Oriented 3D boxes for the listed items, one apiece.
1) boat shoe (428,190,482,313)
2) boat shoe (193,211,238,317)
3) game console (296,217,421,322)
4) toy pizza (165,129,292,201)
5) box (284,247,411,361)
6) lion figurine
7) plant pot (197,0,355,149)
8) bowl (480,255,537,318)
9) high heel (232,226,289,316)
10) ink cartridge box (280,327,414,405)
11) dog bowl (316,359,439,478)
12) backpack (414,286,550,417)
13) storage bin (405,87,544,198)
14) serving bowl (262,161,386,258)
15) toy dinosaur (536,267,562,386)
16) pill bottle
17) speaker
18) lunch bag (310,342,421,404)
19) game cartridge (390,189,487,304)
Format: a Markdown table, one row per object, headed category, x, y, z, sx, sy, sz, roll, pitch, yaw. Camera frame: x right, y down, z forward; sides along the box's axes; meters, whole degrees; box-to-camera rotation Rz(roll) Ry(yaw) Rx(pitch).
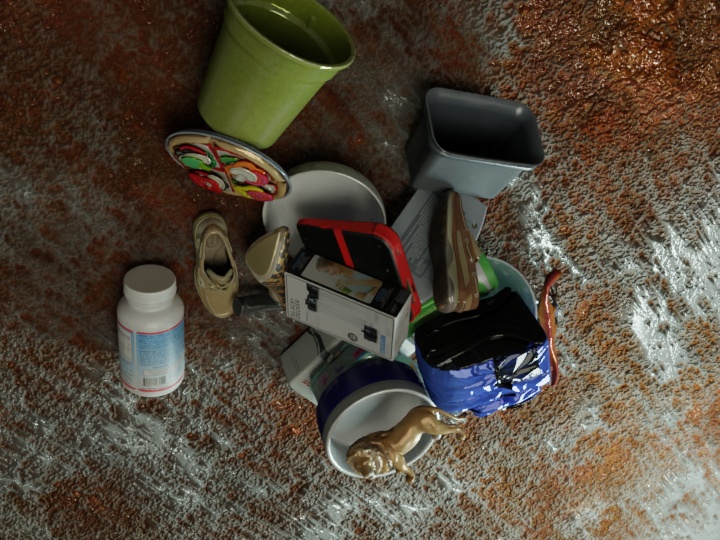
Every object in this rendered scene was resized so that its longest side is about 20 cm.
| category | x | y | z | sx | sy | sz | roll | pitch | yaw |
| --- | --- | --- | --- | --- | --- | --- | --- | --- | --- |
| boat shoe | 0.154 | -0.028 | 1.663 | 0.071 | 0.203 | 0.076 | 6 | 163 | -19 |
| boat shoe | -0.233 | 0.004 | 1.699 | 0.071 | 0.065 | 0.202 | -10 | 127 | -12 |
| game console | 0.000 | 0.000 | 1.666 | 0.031 | 0.175 | 0.201 | -55 | 140 | -36 |
| toy pizza | -0.197 | -0.145 | 1.546 | 0.199 | 0.199 | 0.032 | 31 | 69 | -33 |
| box | -0.022 | 0.054 | 1.668 | 0.198 | 0.060 | 0.117 | 23 | 143 | 16 |
| lion figurine | 0.074 | 0.270 | 1.698 | 0.200 | 0.072 | 0.123 | -44 | 121 | -3 |
| plant pot | -0.136 | -0.282 | 1.476 | 0.199 | 0.202 | 0.185 | 15 | 129 | -28 |
| bowl | 0.207 | 0.077 | 1.852 | 0.198 | 0.105 | 0.204 | 0 | 87 | 2 |
| high heel | -0.120 | -0.008 | 1.710 | 0.142 | 0.072 | 0.201 | -11 | 143 | -41 |
| ink cartridge box | -0.023 | 0.147 | 1.862 | 0.200 | 0.083 | 0.146 | -42 | 127 | 11 |
| dog bowl | 0.028 | 0.249 | 1.750 | 0.198 | 0.079 | 0.202 | -10 | 128 | -13 |
| backpack | 0.194 | 0.152 | 1.706 | 0.198 | 0.163 | 0.169 | -15 | 120 | -9 |
| storage bin | 0.168 | -0.199 | 1.672 | 0.198 | 0.147 | 0.134 | 6 | 149 | -23 |
| serving bowl | -0.056 | -0.101 | 1.674 | 0.197 | 0.066 | 0.201 | 2 | 135 | 2 |
| toy dinosaur | 0.349 | 0.082 | 1.917 | 0.104 | 0.201 | 0.182 | -29 | 162 | -17 |
| pill bottle | -0.340 | 0.096 | 1.699 | 0.107 | 0.109 | 0.202 | -5 | 125 | -16 |
| speaker | 0.129 | 0.040 | 1.761 | 0.199 | 0.089 | 0.089 | -28 | 128 | 0 |
| lunch bag | 0.015 | 0.204 | 1.814 | 0.160 | 0.077 | 0.199 | -44 | 128 | 15 |
| game cartridge | 0.114 | -0.050 | 1.715 | 0.201 | 0.133 | 0.041 | -54 | 171 | -12 |
